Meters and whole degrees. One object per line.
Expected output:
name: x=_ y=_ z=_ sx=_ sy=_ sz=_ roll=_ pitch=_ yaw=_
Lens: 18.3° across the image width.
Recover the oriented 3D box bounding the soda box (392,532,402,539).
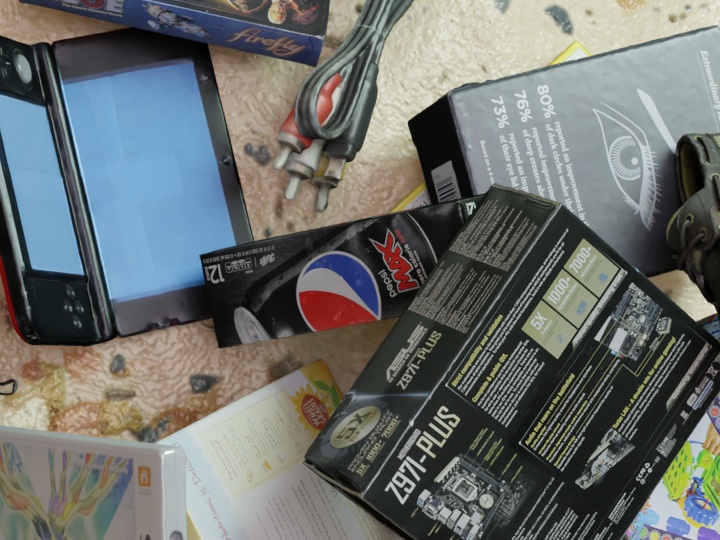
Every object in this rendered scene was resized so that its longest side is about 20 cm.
soda box: x=0.065 y=0.162 z=1.439 sx=0.063 sy=0.068 sz=0.201 roll=-30 pitch=90 yaw=28

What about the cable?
cable: x=-0.011 y=-0.143 z=1.479 sx=0.050 sy=0.097 sz=0.202 roll=8 pitch=71 yaw=25

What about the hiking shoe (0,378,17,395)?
hiking shoe: x=-0.314 y=0.033 z=1.401 sx=0.200 sy=0.074 sz=0.087 roll=47 pitch=68 yaw=-12

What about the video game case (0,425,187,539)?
video game case: x=-0.169 y=0.190 z=1.330 sx=0.022 sy=0.199 sz=0.184 roll=-2 pitch=92 yaw=-42

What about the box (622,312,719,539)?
box: x=0.232 y=0.131 z=1.424 sx=0.122 sy=0.200 sz=0.193 roll=40 pitch=76 yaw=-3

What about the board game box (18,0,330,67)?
board game box: x=-0.115 y=-0.218 z=1.470 sx=0.198 sy=0.035 sz=0.137 roll=11 pitch=60 yaw=-10

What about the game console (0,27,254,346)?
game console: x=-0.158 y=-0.062 z=1.421 sx=0.118 sy=0.172 sz=0.202 roll=-16 pitch=84 yaw=13

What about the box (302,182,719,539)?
box: x=0.093 y=0.081 z=1.292 sx=0.163 sy=0.086 sz=0.201 roll=38 pitch=83 yaw=-26

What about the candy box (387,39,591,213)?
candy box: x=0.109 y=-0.054 z=1.516 sx=0.200 sy=0.026 sz=0.102 roll=-42 pitch=95 yaw=-14

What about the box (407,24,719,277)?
box: x=0.150 y=-0.060 z=1.459 sx=0.198 sy=0.104 sz=0.149 roll=-13 pitch=87 yaw=-15

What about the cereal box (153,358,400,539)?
cereal box: x=-0.052 y=0.148 z=1.384 sx=0.200 sy=0.039 sz=0.145 roll=-23 pitch=86 yaw=-57

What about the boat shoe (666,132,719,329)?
boat shoe: x=0.216 y=-0.018 z=1.344 sx=0.065 sy=0.072 sz=0.202 roll=7 pitch=37 yaw=3

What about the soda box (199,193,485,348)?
soda box: x=0.000 y=0.000 z=1.396 sx=0.071 sy=0.199 sz=0.064 roll=-15 pitch=93 yaw=-57
